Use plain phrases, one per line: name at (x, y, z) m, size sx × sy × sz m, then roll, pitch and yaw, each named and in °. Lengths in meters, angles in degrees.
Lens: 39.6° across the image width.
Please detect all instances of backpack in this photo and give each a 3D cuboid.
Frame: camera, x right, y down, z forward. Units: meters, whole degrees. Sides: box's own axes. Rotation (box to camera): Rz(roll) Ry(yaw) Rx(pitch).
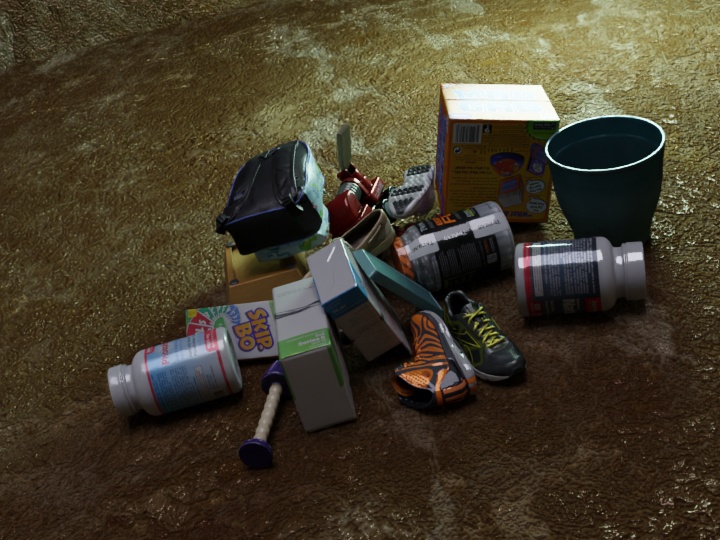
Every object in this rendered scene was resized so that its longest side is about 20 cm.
backpack at (-0.146, -0.122, 1.799) m, size 0.181 × 0.147 × 0.201 m, roll -16°, pitch 41°, yaw 18°

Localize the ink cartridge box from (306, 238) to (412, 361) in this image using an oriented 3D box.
ink cartridge box at (0.000, 0.060, 1.586) m, size 0.066 × 0.200 × 0.116 m, roll -30°, pitch 42°, yaw 8°

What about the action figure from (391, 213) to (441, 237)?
action figure at (0.141, -0.073, 1.876) m, size 0.198 × 0.052 × 0.066 m, roll 0°, pitch 37°, yaw 26°

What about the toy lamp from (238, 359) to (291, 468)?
toy lamp at (-0.137, 0.211, 1.525) m, size 0.058 × 0.059 × 0.201 m, roll -6°, pitch 33°, yaw 12°

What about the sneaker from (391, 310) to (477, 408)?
sneaker at (0.091, 0.136, 1.533) m, size 0.111 × 0.078 × 0.200 m, roll -19°, pitch 32°, yaw -10°

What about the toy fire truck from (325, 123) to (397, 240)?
toy fire truck at (-0.015, -0.152, 1.879) m, size 0.128 × 0.200 × 0.177 m, roll -32°, pitch 19°, yaw 34°

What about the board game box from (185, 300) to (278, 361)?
board game box at (-0.199, 0.105, 1.693) m, size 0.198 × 0.097 × 0.030 m, roll -6°, pitch -12°, yaw 9°

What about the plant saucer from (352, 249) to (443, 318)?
plant saucer at (0.066, 0.023, 1.623) m, size 0.019 × 0.199 × 0.070 m, roll -46°, pitch 45°, yaw 12°

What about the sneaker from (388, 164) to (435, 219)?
sneaker at (0.108, -0.135, 1.908) m, size 0.074 × 0.082 × 0.200 m, roll -5°, pitch 24°, yaw 22°

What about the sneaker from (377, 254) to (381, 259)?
sneaker at (0.000, 0.000, 1.761) m, size 0.078 × 0.096 × 0.201 m, roll 6°, pitch 50°, yaw 36°

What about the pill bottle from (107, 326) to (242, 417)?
pill bottle at (-0.297, 0.168, 1.606) m, size 0.198 × 0.110 × 0.109 m, roll -16°, pitch 31°, yaw -4°

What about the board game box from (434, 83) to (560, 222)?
board game box at (0.248, -0.222, 1.873) m, size 0.198 × 0.202 × 0.200 m, roll 1°, pitch 28°, yaw -1°

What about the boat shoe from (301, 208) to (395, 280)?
boat shoe at (-0.031, -0.028, 1.683) m, size 0.200 × 0.065 × 0.071 m, roll -41°, pitch 44°, yaw -14°

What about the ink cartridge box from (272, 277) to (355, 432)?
ink cartridge box at (-0.074, 0.125, 1.547) m, size 0.083 × 0.147 × 0.201 m, roll -17°, pitch 31°, yaw 2°

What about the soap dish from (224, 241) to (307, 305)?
soap dish at (-0.177, 0.004, 1.846) m, size 0.156 × 0.082 × 0.200 m, roll -15°, pitch 30°, yaw -2°

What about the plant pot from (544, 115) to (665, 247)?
plant pot at (0.429, -0.138, 1.725) m, size 0.198 × 0.189 × 0.201 m, roll -11°, pitch 31°, yaw 7°

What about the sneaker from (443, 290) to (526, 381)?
sneaker at (0.181, 0.100, 1.547) m, size 0.074 × 0.085 × 0.200 m, roll -27°, pitch 34°, yaw -19°

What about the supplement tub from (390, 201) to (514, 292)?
supplement tub at (0.158, -0.036, 1.735) m, size 0.198 × 0.124 × 0.123 m, roll -18°, pitch 31°, yaw -6°

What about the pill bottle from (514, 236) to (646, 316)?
pill bottle at (0.350, 0.008, 1.592) m, size 0.198 × 0.121 × 0.120 m, roll -5°, pitch 32°, yaw 15°

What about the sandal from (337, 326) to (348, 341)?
sandal at (-0.099, 0.084, 1.713) m, size 0.198 × 0.055 × 0.082 m, roll 4°, pitch 36°, yaw 27°
